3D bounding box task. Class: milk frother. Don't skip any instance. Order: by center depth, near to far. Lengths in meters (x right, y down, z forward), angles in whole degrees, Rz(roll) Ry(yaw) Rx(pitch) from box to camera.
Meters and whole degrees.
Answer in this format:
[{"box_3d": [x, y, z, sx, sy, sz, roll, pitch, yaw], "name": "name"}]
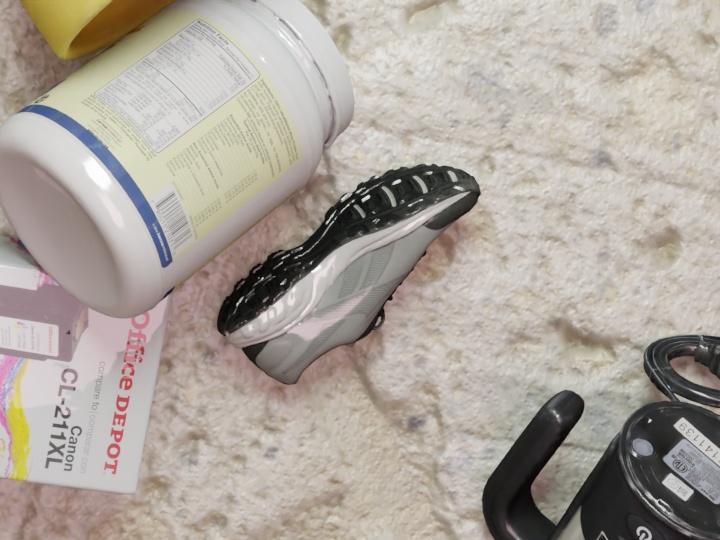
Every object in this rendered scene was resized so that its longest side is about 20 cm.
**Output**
[{"box_3d": [0.210, 0.161, 1.424, 0.199, 0.181, 0.188, -15, 146, -36], "name": "milk frother"}]

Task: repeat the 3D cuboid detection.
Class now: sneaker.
[{"box_3d": [0.000, 0.000, 1.372, 0.200, 0.074, 0.079, -37, 117, 5], "name": "sneaker"}]

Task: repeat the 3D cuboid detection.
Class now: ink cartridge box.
[{"box_3d": [-0.233, 0.056, 1.325, 0.199, 0.083, 0.146, 9, 100, -13], "name": "ink cartridge box"}]

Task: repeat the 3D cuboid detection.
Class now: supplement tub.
[{"box_3d": [-0.115, -0.081, 1.258, 0.200, 0.145, 0.145, -40, 110, -27], "name": "supplement tub"}]

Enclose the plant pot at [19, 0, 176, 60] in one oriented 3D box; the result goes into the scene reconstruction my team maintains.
[{"box_3d": [-0.153, -0.259, 1.220, 0.200, 0.201, 0.189, -35, 91, -2], "name": "plant pot"}]
